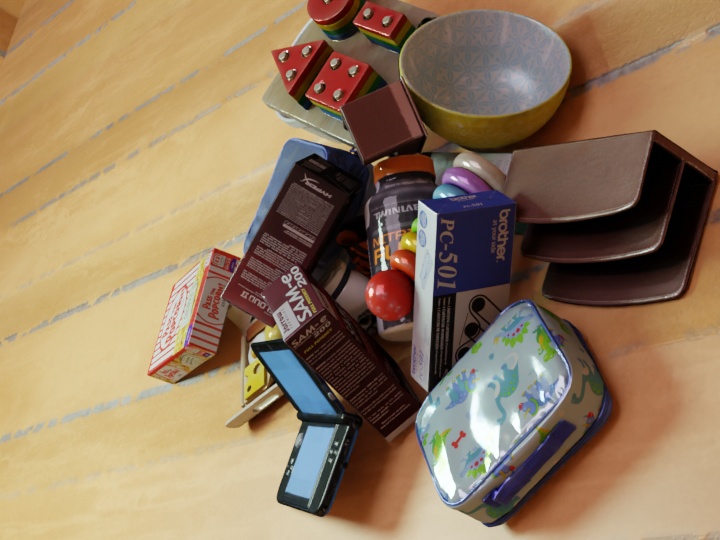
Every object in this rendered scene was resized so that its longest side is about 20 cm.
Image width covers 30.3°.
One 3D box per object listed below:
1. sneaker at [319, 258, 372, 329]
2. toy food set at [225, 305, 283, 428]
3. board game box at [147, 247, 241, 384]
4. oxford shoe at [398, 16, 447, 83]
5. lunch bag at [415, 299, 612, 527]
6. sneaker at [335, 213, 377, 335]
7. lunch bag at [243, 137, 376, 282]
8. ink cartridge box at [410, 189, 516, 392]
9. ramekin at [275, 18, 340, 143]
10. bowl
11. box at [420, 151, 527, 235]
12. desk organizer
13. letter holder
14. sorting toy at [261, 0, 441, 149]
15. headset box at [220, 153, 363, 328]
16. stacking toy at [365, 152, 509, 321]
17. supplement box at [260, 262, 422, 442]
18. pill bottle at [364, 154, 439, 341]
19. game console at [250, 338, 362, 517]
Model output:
[{"bbox_3d":[-0.038,0.070,1.596,0.200,0.080,0.077,-50,16,50],"label":"sneaker"},{"bbox_3d":[-0.135,0.099,1.793,0.143,0.060,0.201,-39,38,32],"label":"toy food set"},{"bbox_3d":[-0.245,0.070,1.950,0.200,0.046,0.152,-35,38,59],"label":"board game box"},{"bbox_3d":[0.113,-0.285,1.656,0.072,0.085,0.200,6,37,34],"label":"oxford shoe"},{"bbox_3d":[0.149,0.145,1.321,0.200,0.082,0.161,-50,32,18],"label":"lunch bag"},{"bbox_3d":[0.000,0.000,1.622,0.200,0.112,0.078,-50,33,18],"label":"sneaker"},{"bbox_3d":[-0.045,-0.073,1.726,0.136,0.132,0.201,28,95,57],"label":"lunch bag"},{"bbox_3d":[0.105,0.022,1.378,0.044,0.093,0.201,-139,46,-56],"label":"ink cartridge box"},{"bbox_3d":[-0.023,-0.274,1.878,0.200,0.105,0.201,-35,40,36],"label":"ramekin"},{"bbox_3d":[0.145,-0.203,1.554,0.108,0.199,0.201,87,177,-46],"label":"bowl"},{"bbox_3d":[0.131,-0.092,1.563,0.200,0.049,0.083,9,74,57],"label":"box"},{"bbox_3d":[0.026,-0.162,1.538,0.077,0.072,0.200,-24,-1,0],"label":"desk organizer"},{"bbox_3d":[0.234,-0.047,1.330,0.200,0.100,0.143,-2,66,55],"label":"letter holder"},{"bbox_3d":[-0.024,-0.283,1.730,0.198,0.070,0.201,29,84,40],"label":"sorting toy"},{"bbox_3d":[-0.083,-0.030,1.561,0.201,0.075,0.149,-60,-1,11],"label":"headset box"},{"bbox_3d":[0.078,-0.028,1.418,0.200,0.085,0.085,-49,30,-11],"label":"stacking toy"},{"bbox_3d":[-0.019,0.092,1.487,0.061,0.200,0.109,-41,35,5],"label":"supplement box"},{"bbox_3d":[0.060,-0.027,1.504,0.106,0.106,0.201,-22,70,46],"label":"pill bottle"},{"bbox_3d":[-0.085,0.182,1.554,0.172,0.118,0.200,-70,14,-11],"label":"game console"}]
